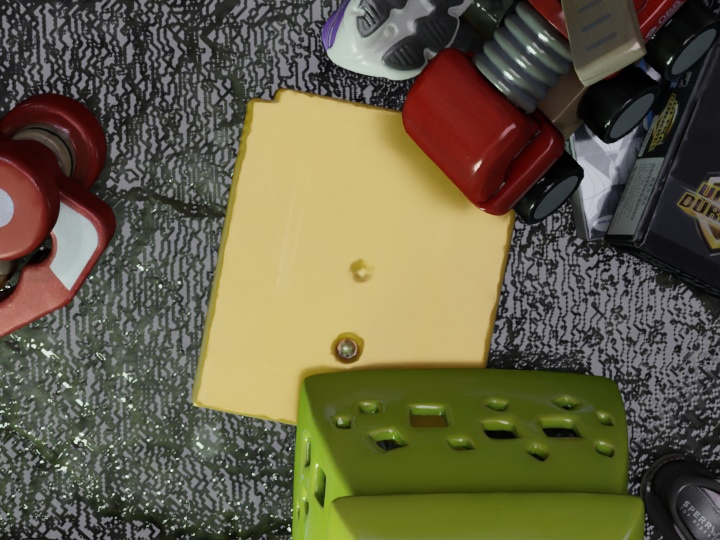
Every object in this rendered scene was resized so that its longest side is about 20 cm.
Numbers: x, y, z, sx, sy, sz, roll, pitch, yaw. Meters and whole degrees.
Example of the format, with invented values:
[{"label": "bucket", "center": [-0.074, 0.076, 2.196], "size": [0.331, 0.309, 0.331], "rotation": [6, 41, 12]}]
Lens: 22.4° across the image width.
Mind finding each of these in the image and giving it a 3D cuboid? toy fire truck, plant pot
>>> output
[{"label": "toy fire truck", "center": [0.102, -0.110, 0.975], "size": [0.176, 0.200, 0.129], "rotation": [-46, 70, 12]}, {"label": "plant pot", "center": [0.062, 0.180, 1.035], "size": [0.198, 0.182, 0.200], "rotation": [1, 108, -3]}, {"label": "toy fire truck", "center": [-0.251, -0.039, 1.058], "size": [0.199, 0.112, 0.168], "rotation": [34, 115, -6]}]

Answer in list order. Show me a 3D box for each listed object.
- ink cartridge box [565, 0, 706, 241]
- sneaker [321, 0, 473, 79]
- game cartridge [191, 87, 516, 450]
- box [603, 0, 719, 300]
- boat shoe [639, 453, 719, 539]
[{"label": "ink cartridge box", "center": [0.166, -0.125, 1.108], "size": [0.099, 0.039, 0.201], "rotation": [-11, 95, -3]}, {"label": "sneaker", "center": [0.050, -0.194, 1.078], "size": [0.200, 0.083, 0.081], "rotation": [-41, 112, -16]}, {"label": "game cartridge", "center": [0.000, 0.000, 1.111], "size": [0.175, 0.032, 0.201], "rotation": [11, 91, -5]}, {"label": "box", "center": [0.271, -0.067, 1.091], "size": [0.199, 0.050, 0.200], "rotation": [25, 87, -17]}, {"label": "boat shoe", "center": [0.254, 0.192, 1.130], "size": [0.200, 0.057, 0.067], "rotation": [41, 90, -6]}]
